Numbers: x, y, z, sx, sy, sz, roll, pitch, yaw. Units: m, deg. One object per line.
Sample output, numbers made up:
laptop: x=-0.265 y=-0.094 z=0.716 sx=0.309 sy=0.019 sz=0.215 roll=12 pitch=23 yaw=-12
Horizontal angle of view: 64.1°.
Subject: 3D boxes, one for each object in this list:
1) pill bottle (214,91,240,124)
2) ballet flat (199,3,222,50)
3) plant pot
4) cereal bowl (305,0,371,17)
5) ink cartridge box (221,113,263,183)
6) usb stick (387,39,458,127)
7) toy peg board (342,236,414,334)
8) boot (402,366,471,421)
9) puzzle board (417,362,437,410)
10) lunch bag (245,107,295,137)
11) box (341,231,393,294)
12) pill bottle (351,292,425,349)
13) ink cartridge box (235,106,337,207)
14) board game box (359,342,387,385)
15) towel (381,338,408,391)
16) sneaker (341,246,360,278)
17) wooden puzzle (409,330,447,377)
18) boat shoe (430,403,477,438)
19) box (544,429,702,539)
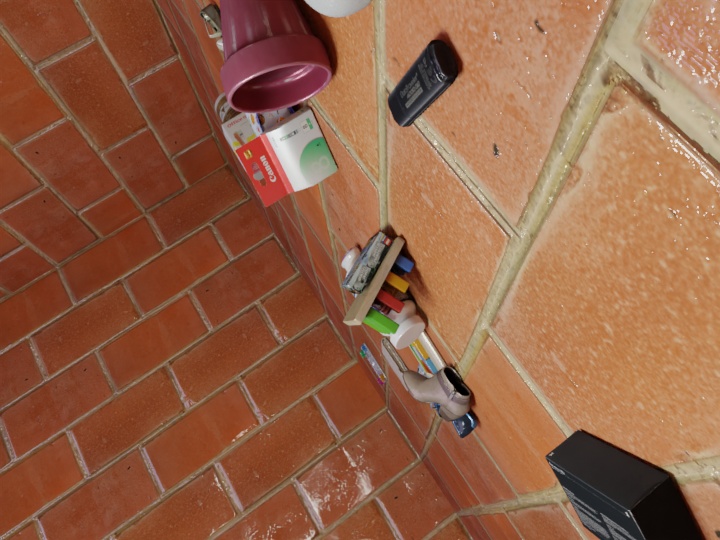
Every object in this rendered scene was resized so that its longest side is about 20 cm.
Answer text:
pill bottle: x=-0.416 y=-0.521 z=2.000 sx=0.202 sy=0.113 sz=0.115 roll=54 pitch=169 yaw=20
ballet flat: x=-0.392 y=-0.663 z=1.631 sx=0.202 sy=0.063 sz=0.067 roll=57 pitch=170 yaw=9
plant pot: x=-0.164 y=-0.403 z=1.012 sx=0.200 sy=0.195 sz=0.184 roll=156 pitch=97 yaw=-79
cereal bowl: x=-0.065 y=-0.423 z=0.741 sx=0.202 sy=0.082 sz=0.201 roll=54 pitch=168 yaw=17
ink cartridge box: x=-0.341 y=-0.412 z=1.868 sx=0.202 sy=0.143 sz=0.084 roll=56 pitch=169 yaw=8
usb stick: x=0.076 y=-0.236 z=0.743 sx=0.057 sy=0.032 sz=0.200 roll=66 pitch=169 yaw=-3
toy peg board: x=0.058 y=0.050 z=1.294 sx=0.096 sy=0.202 sz=0.200 roll=30 pitch=171 yaw=-5
boot: x=0.199 y=0.292 z=1.466 sx=0.199 sy=0.070 sz=0.148 roll=40 pitch=142 yaw=21
puzzle board: x=0.220 y=0.371 z=1.800 sx=0.152 sy=0.017 sz=0.201 roll=55 pitch=168 yaw=21
lunch bag: x=-0.219 y=-0.382 z=1.464 sx=0.202 sy=0.123 sz=0.170 roll=55 pitch=172 yaw=-25
box: x=0.012 y=-0.014 z=1.330 sx=0.039 sy=0.139 sz=0.200 roll=31 pitch=176 yaw=-4
pill bottle: x=0.070 y=0.089 z=1.445 sx=0.201 sy=0.114 sz=0.117 roll=53 pitch=169 yaw=28
ink cartridge box: x=-0.170 y=-0.261 z=1.353 sx=0.050 sy=0.198 sz=0.163 roll=38 pitch=159 yaw=57
board game box: x=0.058 y=0.451 z=2.746 sx=0.202 sy=0.026 sz=0.200 roll=56 pitch=169 yaw=12
towel: x=0.134 y=0.347 z=2.085 sx=0.202 sy=0.034 sz=0.133 roll=55 pitch=168 yaw=20
sneaker: x=0.000 y=0.000 z=1.699 sx=0.099 sy=0.075 sz=0.201 roll=33 pitch=160 yaw=22
wooden puzzle: x=0.165 y=0.218 z=1.574 sx=0.187 sy=0.037 sz=0.200 roll=58 pitch=169 yaw=6
boat shoe: x=0.229 y=0.367 z=1.548 sx=0.084 sy=0.069 sz=0.200 roll=37 pitch=-175 yaw=-34
box: x=0.373 y=0.334 z=0.823 sx=0.143 sy=0.078 sz=0.200 roll=57 pitch=170 yaw=-9
